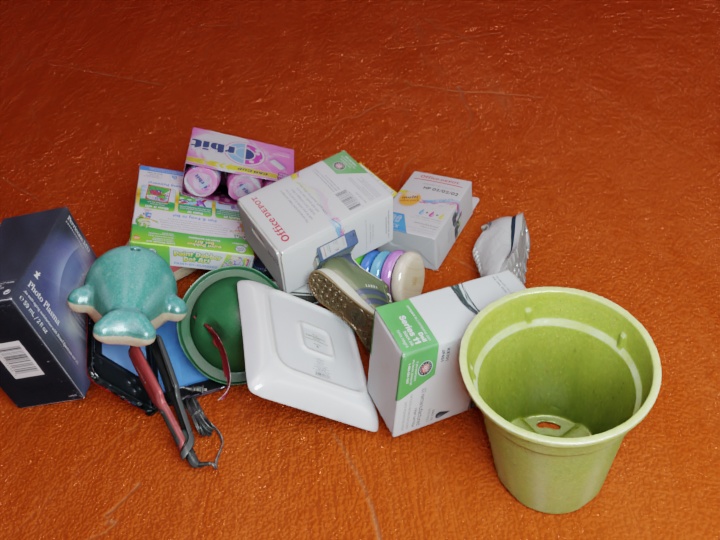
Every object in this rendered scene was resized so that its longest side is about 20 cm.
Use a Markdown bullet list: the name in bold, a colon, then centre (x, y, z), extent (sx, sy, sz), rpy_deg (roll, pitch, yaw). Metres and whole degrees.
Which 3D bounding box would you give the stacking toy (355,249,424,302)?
- **stacking toy**: centre (0.000, 0.000, 1.035), extent (0.195, 0.087, 0.086), rpy_deg (11, 45, 33)

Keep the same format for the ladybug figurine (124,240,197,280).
- **ladybug figurine**: centre (-0.332, -0.043, 1.154), extent (0.197, 0.073, 0.135), rpy_deg (-30, 44, -21)

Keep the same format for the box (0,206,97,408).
- **box**: centre (-0.467, 0.052, 0.974), extent (0.119, 0.204, 0.202), rpy_deg (-9, 40, 9)

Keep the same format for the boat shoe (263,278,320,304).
- **boat shoe**: centre (-0.104, 0.045, 1.013), extent (0.193, 0.066, 0.071), rpy_deg (-3, 5, 18)

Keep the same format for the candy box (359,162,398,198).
- **candy box**: centre (-0.039, -0.108, 1.106), extent (0.198, 0.027, 0.102), rpy_deg (-32, 62, -30)

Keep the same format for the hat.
- **hat**: centre (-0.168, 0.055, 0.873), extent (0.164, 0.177, 0.201), rpy_deg (-37, 76, -16)

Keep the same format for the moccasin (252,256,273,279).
- **moccasin**: centre (-0.107, -0.059, 1.123), extent (0.079, 0.070, 0.199), rpy_deg (28, 54, 36)

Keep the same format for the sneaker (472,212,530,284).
- **sneaker**: centre (0.207, -0.008, 1.004), extent (0.078, 0.078, 0.202), rpy_deg (-4, 36, 26)

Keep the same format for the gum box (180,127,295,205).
- **gum box**: centre (-0.204, -0.171, 1.151), extent (0.193, 0.067, 0.115), rpy_deg (10, 39, -14)

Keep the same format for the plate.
- **plate**: centre (-0.065, 0.101, 0.865), extent (0.032, 0.196, 0.203), rpy_deg (-49, 34, 25)

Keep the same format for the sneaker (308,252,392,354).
- **sneaker**: centre (0.024, 0.053, 0.925), extent (0.200, 0.068, 0.090), rpy_deg (44, 45, 8)

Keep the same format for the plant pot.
- **plant pot**: centre (0.209, 0.156, 0.721), extent (0.193, 0.188, 0.204), rpy_deg (-6, 41, 6)

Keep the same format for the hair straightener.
- **hair straightener**: centre (-0.229, 0.169, 0.866), extent (0.076, 0.041, 0.202), rpy_deg (-17, 62, -42)

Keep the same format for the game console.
- **game console**: centre (-0.296, 0.092, 0.966), extent (0.118, 0.172, 0.202), rpy_deg (-37, 41, 9)

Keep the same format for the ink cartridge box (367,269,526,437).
- **ink cartridge box**: centre (0.114, 0.099, 0.811), extent (0.194, 0.150, 0.084), rpy_deg (-15, 42, -20)

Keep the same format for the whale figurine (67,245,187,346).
- **whale figurine**: centre (-0.308, 0.032, 0.885), extent (0.154, 0.107, 0.200), rpy_deg (8, 15, -17)

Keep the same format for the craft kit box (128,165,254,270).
- **craft kit box**: centre (-0.279, -0.087, 1.108), extent (0.194, 0.049, 0.200), rpy_deg (7, 39, -18)

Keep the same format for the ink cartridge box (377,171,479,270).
- **ink cartridge box**: centre (0.118, -0.100, 1.119), extent (0.112, 0.069, 0.201), rpy_deg (14, 47, 26)

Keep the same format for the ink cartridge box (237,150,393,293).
- **ink cartridge box**: centre (-0.067, -0.077, 0.994), extent (0.196, 0.089, 0.145), rpy_deg (-26, 50, -23)
